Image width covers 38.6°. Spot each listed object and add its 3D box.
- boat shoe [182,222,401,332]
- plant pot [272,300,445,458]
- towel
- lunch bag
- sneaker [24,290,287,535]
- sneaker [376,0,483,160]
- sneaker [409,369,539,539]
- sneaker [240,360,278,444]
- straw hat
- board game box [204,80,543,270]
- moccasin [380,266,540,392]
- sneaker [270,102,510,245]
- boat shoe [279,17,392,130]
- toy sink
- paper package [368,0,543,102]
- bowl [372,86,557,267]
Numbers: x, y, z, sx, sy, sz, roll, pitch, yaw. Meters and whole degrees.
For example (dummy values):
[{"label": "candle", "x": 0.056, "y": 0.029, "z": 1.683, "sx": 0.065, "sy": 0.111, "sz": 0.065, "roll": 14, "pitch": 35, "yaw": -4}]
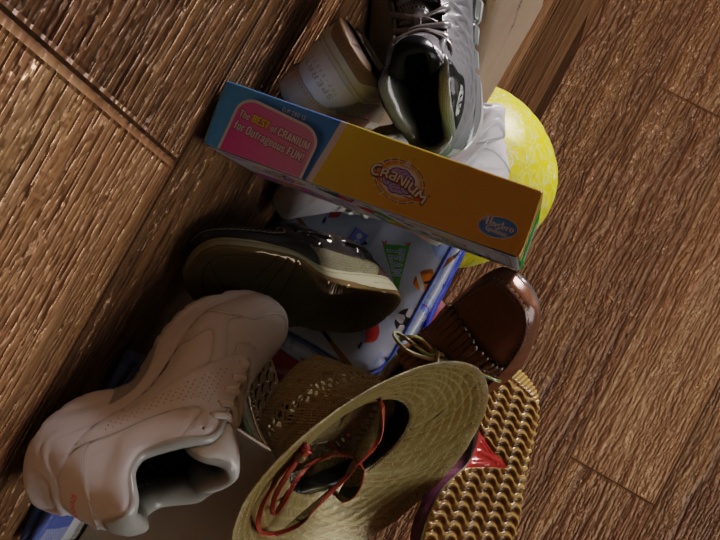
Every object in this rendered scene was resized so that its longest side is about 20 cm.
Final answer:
[{"label": "boat shoe", "x": -0.054, "y": 0.000, "z": 0.746, "sx": 0.073, "sy": 0.065, "sz": 0.199, "roll": -43, "pitch": 144, "yaw": 22}, {"label": "plant pot", "x": -0.015, "y": 0.116, "z": 1.038, "sx": 0.182, "sy": 0.200, "sz": 0.202, "roll": -41, "pitch": 159, "yaw": -40}, {"label": "towel", "x": -0.167, "y": 0.128, "z": 0.751, "sx": 0.148, "sy": 0.024, "sz": 0.200, "roll": -59, "pitch": 169, "yaw": -4}, {"label": "lunch bag", "x": 0.000, "y": 0.000, "z": 0.862, "sx": 0.201, "sy": 0.159, "sz": 0.076, "roll": -59, "pitch": 170, "yaw": -17}, {"label": "sneaker", "x": -0.099, "y": 0.091, "z": 0.627, "sx": 0.200, "sy": 0.099, "sz": 0.079, "roll": -44, "pitch": 144, "yaw": -36}, {"label": "sneaker", "x": 0.043, "y": -0.166, "z": 0.656, "sx": 0.115, "sy": 0.074, "sz": 0.203, "roll": -40, "pitch": 122, "yaw": -73}, {"label": "sneaker", "x": 0.077, "y": 0.168, "z": 0.796, "sx": 0.090, "sy": 0.075, "sz": 0.201, "roll": -40, "pitch": -163, "yaw": 52}, {"label": "sneaker", "x": -0.113, "y": 0.140, "z": 0.926, "sx": 0.067, "sy": 0.089, "sz": 0.202, "roll": -72, "pitch": 152, "yaw": -50}, {"label": "straw hat", "x": -0.018, "y": 0.103, "z": 0.685, "sx": 0.199, "sy": 0.085, "sz": 0.202, "roll": -27, "pitch": 144, "yaw": -22}, {"label": "board game box", "x": 0.016, "y": -0.055, "z": 0.659, "sx": 0.153, "sy": 0.198, "sz": 0.041, "roll": 17, "pitch": 94, "yaw": -81}, {"label": "moccasin", "x": 0.057, "y": 0.069, "z": 0.749, "sx": 0.077, "sy": 0.074, "sz": 0.201, "roll": -25, "pitch": 167, "yaw": -45}, {"label": "sneaker", "x": 0.030, "y": -0.062, "z": 0.805, "sx": 0.078, "sy": 0.197, "sz": 0.101, "roll": -127, "pitch": -159, "yaw": -82}, {"label": "boat shoe", "x": -0.012, "y": -0.129, "z": 0.740, "sx": 0.065, "sy": 0.073, "sz": 0.200, "roll": -33, "pitch": 179, "yaw": 10}, {"label": "toy sink", "x": -0.133, "y": 0.211, "z": 0.767, "sx": 0.201, "sy": 0.111, "sz": 0.130, "roll": -57, "pitch": 168, "yaw": -11}, {"label": "paper package", "x": 0.092, "y": -0.241, "z": 0.847, "sx": 0.192, "sy": 0.103, "sz": 0.201, "roll": -58, "pitch": 169, "yaw": -23}, {"label": "bowl", "x": 0.082, "y": -0.113, "z": 0.965, "sx": 0.201, "sy": 0.198, "sz": 0.108, "roll": -58, "pitch": 151, "yaw": -22}]
